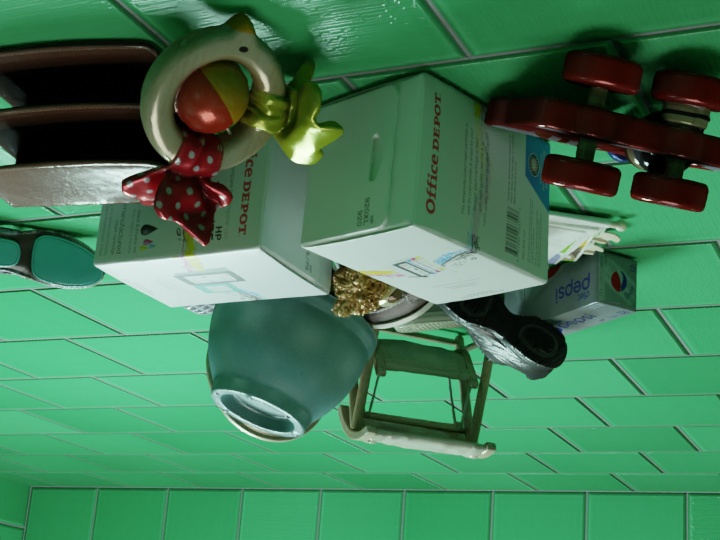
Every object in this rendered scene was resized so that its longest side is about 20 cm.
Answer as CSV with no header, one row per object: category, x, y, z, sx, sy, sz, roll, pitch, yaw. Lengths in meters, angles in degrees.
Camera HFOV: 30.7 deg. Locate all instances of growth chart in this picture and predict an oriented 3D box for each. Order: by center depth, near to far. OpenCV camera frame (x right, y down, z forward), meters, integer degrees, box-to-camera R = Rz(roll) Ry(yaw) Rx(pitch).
growth chart,0.211,-0.033,1.533,0.143,0.018,0.200,10,161,-17

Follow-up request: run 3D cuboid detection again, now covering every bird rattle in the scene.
bird rattle,-0.125,-0.132,1.123,0.198,0.113,0.164,-26,131,0

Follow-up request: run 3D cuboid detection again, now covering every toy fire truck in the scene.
toy fire truck,0.223,-0.122,1.149,0.198,0.114,0.168,10,-174,-13

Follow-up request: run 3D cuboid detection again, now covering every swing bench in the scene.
swing bench,0.082,0.163,1.869,0.197,0.202,0.130,12,161,-20

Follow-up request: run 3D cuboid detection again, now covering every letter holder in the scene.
letter holder,-0.263,-0.134,1.212,0.198,0.102,0.142,-1,159,17

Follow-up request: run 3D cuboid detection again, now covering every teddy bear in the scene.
teddy bear,0.028,-0.010,1.400,0.067,0.145,0.200,48,-174,-5

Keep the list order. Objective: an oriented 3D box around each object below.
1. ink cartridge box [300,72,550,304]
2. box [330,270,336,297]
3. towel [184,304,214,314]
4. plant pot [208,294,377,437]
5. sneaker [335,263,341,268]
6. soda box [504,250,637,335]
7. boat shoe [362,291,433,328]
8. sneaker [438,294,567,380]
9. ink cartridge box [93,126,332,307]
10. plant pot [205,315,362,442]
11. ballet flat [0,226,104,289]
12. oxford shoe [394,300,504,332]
ink cartridge box,0.065,-0.071,1.240,0.144,0.149,0.199,-12,156,42
box,-0.079,-0.007,1.523,0.050,0.076,0.201,15,154,25
towel,-0.176,-0.007,1.600,0.164,0.087,0.200,-7,159,29
plant pot,-0.096,0.108,1.520,0.198,0.135,0.201,20,156,9
sneaker,0.000,0.000,1.589,0.074,0.082,0.200,2,163,2
soda box,0.260,0.035,1.647,0.063,0.069,0.200,13,161,-26
boat shoe,0.077,-0.003,1.478,0.199,0.072,0.060,-29,134,18
sneaker,0.163,0.073,1.653,0.199,0.076,0.091,39,152,12
ink cartridge box,-0.141,-0.058,1.335,0.198,0.148,0.146,-6,159,27
plant pot,-0.087,0.114,1.819,0.199,0.203,0.183,14,149,-28
ballet flat,-0.424,-0.024,1.670,0.198,0.073,0.072,11,161,-18
oxford shoe,0.124,0.046,1.745,0.198,0.058,0.075,-1,162,-36
